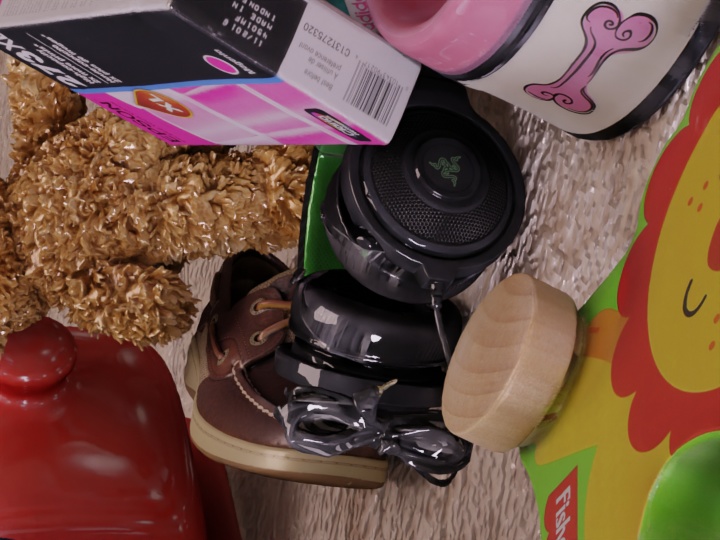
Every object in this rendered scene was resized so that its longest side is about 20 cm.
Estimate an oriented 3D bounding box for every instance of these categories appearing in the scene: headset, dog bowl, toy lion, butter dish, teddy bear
[{"bbox_3d":[0.000,0.000,0.775,0.200,0.094,0.124,-108,31,-52],"label":"headset"},{"bbox_3d":[0.058,-0.146,0.698,0.200,0.074,0.201,-172,90,-71],"label":"dog bowl"},{"bbox_3d":[0.091,0.023,0.516,0.192,0.069,0.200,-52,21,40],"label":"toy lion"},{"bbox_3d":[-0.148,0.086,0.984,0.200,0.199,0.148,-109,21,-54],"label":"butter dish"},{"bbox_3d":[-0.104,-0.033,0.908,0.067,0.199,0.146,29,-122,-73],"label":"teddy bear"}]

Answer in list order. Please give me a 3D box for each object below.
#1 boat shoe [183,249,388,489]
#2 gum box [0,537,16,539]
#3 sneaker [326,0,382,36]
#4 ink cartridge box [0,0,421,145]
[{"bbox_3d":[-0.031,0.033,0.897,0.200,0.072,0.072,-130,49,-74],"label":"boat shoe"},{"bbox_3d":[-0.058,0.197,0.746,0.045,0.169,0.201,-133,54,-66],"label":"gum box"},{"bbox_3d":[-0.058,-0.163,0.792,0.084,0.120,0.200,-76,-25,-48],"label":"sneaker"},{"bbox_3d":[-0.072,-0.079,0.785,0.200,0.095,0.037,8,73,58],"label":"ink cartridge box"}]
